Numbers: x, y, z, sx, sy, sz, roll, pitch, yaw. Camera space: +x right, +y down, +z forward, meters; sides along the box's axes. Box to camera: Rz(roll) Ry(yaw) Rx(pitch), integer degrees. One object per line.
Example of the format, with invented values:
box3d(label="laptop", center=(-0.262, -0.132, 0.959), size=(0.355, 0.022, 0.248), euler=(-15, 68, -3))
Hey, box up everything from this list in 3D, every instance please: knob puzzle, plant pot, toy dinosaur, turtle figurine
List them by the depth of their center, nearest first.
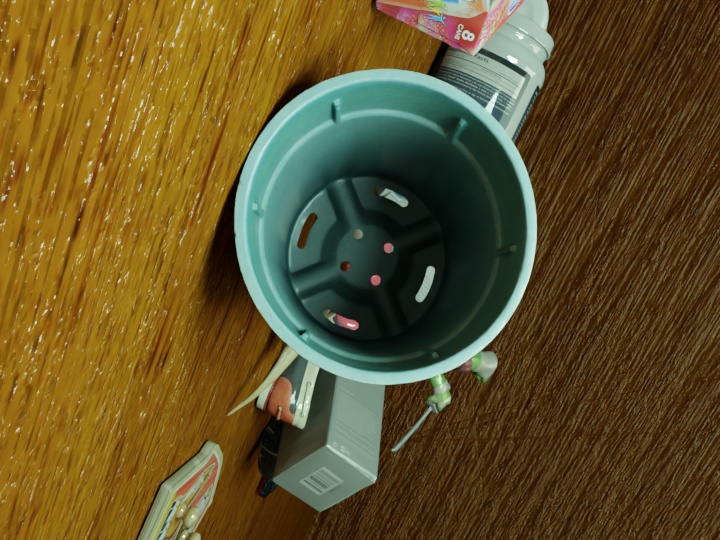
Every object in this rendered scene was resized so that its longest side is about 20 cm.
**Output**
box3d(label="plant pot", center=(0.012, -0.020, 0.619), size=(0.203, 0.198, 0.196), euler=(-63, 180, -7))
box3d(label="knob puzzle", center=(-0.176, 0.260, 0.799), size=(0.222, 0.030, 0.220), euler=(-63, 173, -14))
box3d(label="toy dinosaur", center=(-0.062, 0.063, 0.837), size=(0.202, 0.057, 0.102), euler=(-60, 173, -33))
box3d(label="turtle figurine", center=(0.085, 0.130, 1.154), size=(0.191, 0.143, 0.204), euler=(6, 96, -39))

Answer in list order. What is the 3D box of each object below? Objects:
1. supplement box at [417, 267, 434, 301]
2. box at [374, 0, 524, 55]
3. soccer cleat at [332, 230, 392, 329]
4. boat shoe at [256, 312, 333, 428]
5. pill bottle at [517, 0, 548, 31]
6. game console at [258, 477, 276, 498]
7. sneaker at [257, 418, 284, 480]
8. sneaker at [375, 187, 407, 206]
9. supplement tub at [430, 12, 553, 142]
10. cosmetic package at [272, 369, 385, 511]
box3d(label="supplement box", center=(0.088, 0.008, 1.222), size=(0.199, 0.101, 0.104), euler=(-31, -160, 41))
box3d(label="box", center=(0.100, -0.271, 0.679), size=(0.200, 0.094, 0.101), euler=(-52, 167, -50))
box3d(label="soccer cleat", center=(0.000, 0.000, 0.954), size=(0.077, 0.066, 0.202), euler=(-48, -159, 46))
box3d(label="boat shoe", center=(-0.053, 0.091, 0.981), size=(0.072, 0.062, 0.202), euler=(98, 17, -62))
box3d(label="pill bottle", center=(0.223, -0.363, 1.224), size=(0.113, 0.110, 0.200), euler=(-65, 173, 9))
box3d(label="game console", center=(-0.069, 0.306, 1.377), size=(0.175, 0.117, 0.200), euler=(-65, 172, 3))
box3d(label="sneaker", center=(-0.092, 0.241, 1.160), size=(0.087, 0.077, 0.200), euler=(-64, 174, 30))
box3d(label="sneaker", center=(0.119, -0.100, 1.069), size=(0.087, 0.197, 0.076), euler=(-69, -177, -65))
box3d(label="supplement tub", center=(0.153, -0.227, 1.065), size=(0.203, 0.139, 0.140), euler=(-64, 173, 4))
box3d(label="cosmetic package", center=(-0.033, 0.174, 1.004), size=(0.106, 0.090, 0.202), euler=(-37, -155, 34))
